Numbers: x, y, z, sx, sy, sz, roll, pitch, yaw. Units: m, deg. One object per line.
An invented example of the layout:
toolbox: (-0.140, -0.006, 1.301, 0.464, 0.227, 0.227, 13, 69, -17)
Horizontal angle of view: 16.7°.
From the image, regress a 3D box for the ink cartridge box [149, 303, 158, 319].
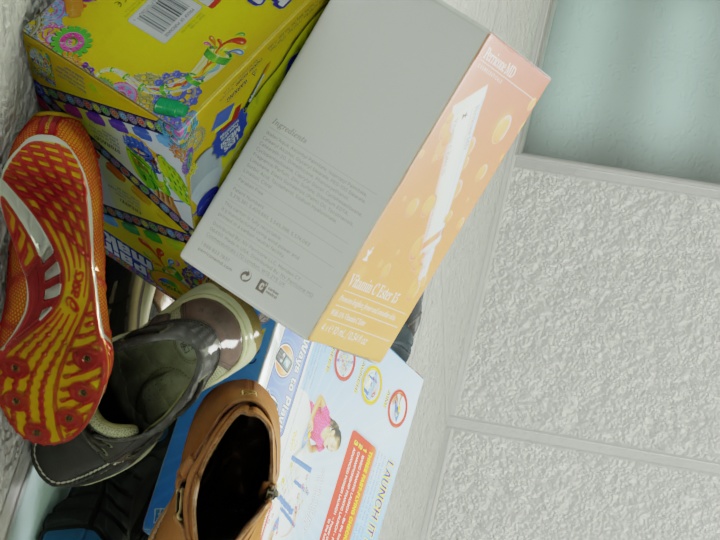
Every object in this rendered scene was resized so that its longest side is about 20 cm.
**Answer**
ink cartridge box: (-0.086, 0.008, 1.752, 0.200, 0.037, 0.095, -24, 135, -52)

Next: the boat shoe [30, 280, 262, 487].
boat shoe: (-0.141, 0.074, 1.458, 0.200, 0.072, 0.066, -36, 175, 36)

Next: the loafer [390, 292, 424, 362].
loafer: (0.000, 0.000, 1.714, 0.073, 0.072, 0.200, -65, 162, -15)

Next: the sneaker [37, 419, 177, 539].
sneaker: (-0.161, 0.147, 1.632, 0.082, 0.073, 0.201, 94, 20, -51)

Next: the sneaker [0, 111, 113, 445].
sneaker: (-0.170, 0.007, 1.403, 0.077, 0.072, 0.202, -80, 177, -65)

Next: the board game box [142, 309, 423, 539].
board game box: (-0.047, 0.122, 1.667, 0.196, 0.056, 0.201, 45, 57, -51)

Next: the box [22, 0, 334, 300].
box: (-0.080, -0.116, 1.460, 0.200, 0.122, 0.193, -48, 156, -25)

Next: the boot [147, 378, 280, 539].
boot: (-0.083, 0.165, 1.467, 0.155, 0.076, 0.202, -159, -95, -82)

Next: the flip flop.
flip flop: (-0.140, 0.023, 1.561, 0.081, 0.057, 0.202, -15, -117, 53)

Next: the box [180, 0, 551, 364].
box: (0.005, -0.061, 1.418, 0.201, 0.097, 0.124, -59, 158, 4)
